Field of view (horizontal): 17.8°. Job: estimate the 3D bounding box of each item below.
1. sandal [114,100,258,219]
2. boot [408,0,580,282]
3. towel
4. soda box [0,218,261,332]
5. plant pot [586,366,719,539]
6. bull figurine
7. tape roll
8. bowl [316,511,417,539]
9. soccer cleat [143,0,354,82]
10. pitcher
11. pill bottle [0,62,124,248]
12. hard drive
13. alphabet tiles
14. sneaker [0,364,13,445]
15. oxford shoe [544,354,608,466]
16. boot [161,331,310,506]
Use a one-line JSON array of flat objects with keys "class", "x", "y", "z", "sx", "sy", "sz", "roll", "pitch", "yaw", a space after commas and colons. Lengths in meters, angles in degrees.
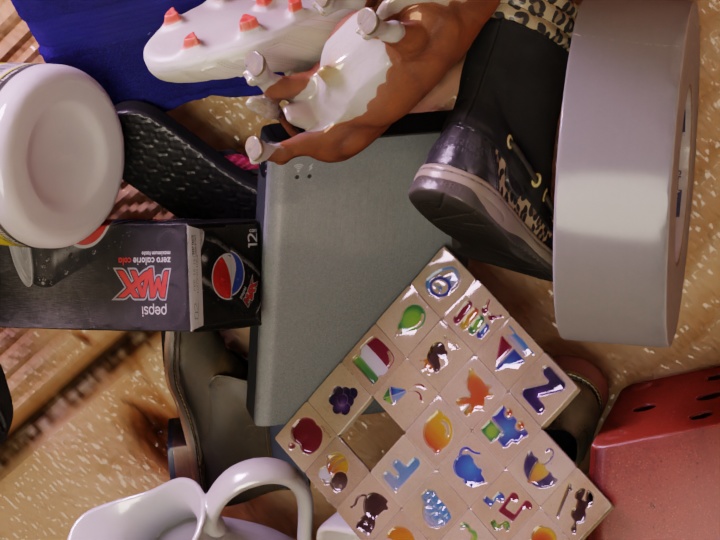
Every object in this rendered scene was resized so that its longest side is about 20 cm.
[{"class": "sandal", "x": -0.081, "y": -0.047, "z": 1.481, "sx": 0.200, "sy": 0.045, "sz": 0.075, "roll": 39, "pitch": 124, "yaw": -13}, {"class": "boot", "x": 0.097, "y": -0.082, "z": 1.390, "sx": 0.073, "sy": 0.200, "sz": 0.152, "roll": 13, "pitch": 80, "yaw": 26}, {"class": "towel", "x": -0.142, "y": -0.180, "z": 1.404, "sx": 0.146, "sy": 0.050, "sz": 0.201, "roll": -11, "pitch": 134, "yaw": 15}, {"class": "soda box", "x": -0.153, "y": 0.003, "z": 1.460, "sx": 0.199, "sy": 0.063, "sz": 0.071, "roll": -1, "pitch": 93, "yaw": 43}, {"class": "plant pot", "x": 0.237, "y": 0.159, "z": 1.431, "sx": 0.198, "sy": 0.200, "sz": 0.178, "roll": -13, "pitch": 100, "yaw": 19}, {"class": "bull figurine", "x": 0.012, "y": -0.129, "z": 1.302, "sx": 0.200, "sy": 0.121, "sz": 0.065, "roll": -50, "pitch": 61, "yaw": 35}, {"class": "tape roll", "x": 0.156, "y": -0.058, "z": 1.334, "sx": 0.066, "sy": 0.201, "sz": 0.202, "roll": 5, "pitch": 116, "yaw": 11}, {"class": "bowl", "x": 0.080, "y": 0.226, "z": 1.497, "sx": 0.199, "sy": 0.075, "sz": 0.201, "roll": 14, "pitch": 138, "yaw": 33}, {"class": "soccer cleat", "x": -0.032, "y": -0.140, "z": 1.376, "sx": 0.199, "sy": 0.069, "sz": 0.078, "roll": -21, "pitch": 126, "yaw": -15}, {"class": "pitcher", "x": -0.073, "y": 0.208, "z": 1.536, "sx": 0.171, "sy": 0.122, "sz": 0.200, "roll": -28, "pitch": 133, "yaw": 20}, {"class": "pill bottle", "x": -0.254, "y": -0.075, "z": 1.450, "sx": 0.199, "sy": 0.112, "sz": 0.113, "roll": 5, "pitch": 119, "yaw": 39}, {"class": "hard drive", "x": 0.000, "y": 0.000, "z": 1.457, "sx": 0.138, "sy": 0.033, "sz": 0.202, "roll": -6, "pitch": 120, "yaw": -18}, {"class": "alphabet tiles", "x": 0.059, "y": 0.111, "z": 1.414, "sx": 0.167, "sy": 0.008, "sz": 0.200, "roll": -48, "pitch": 62, "yaw": 10}, {"class": "sneaker", "x": -0.325, "y": 0.052, "z": 1.518, "sx": 0.115, "sy": 0.076, "sz": 0.201, "roll": -25, "pitch": 115, "yaw": 34}, {"class": "oxford shoe", "x": 0.096, "y": 0.145, "z": 1.509, "sx": 0.070, "sy": 0.075, "sz": 0.201, "roll": 24, "pitch": 126, "yaw": 0}, {"class": "boot", "x": -0.084, "y": 0.067, "z": 1.536, "sx": 0.096, "sy": 0.075, "sz": 0.202, "roll": -3, "pitch": 117, "yaw": -3}]
